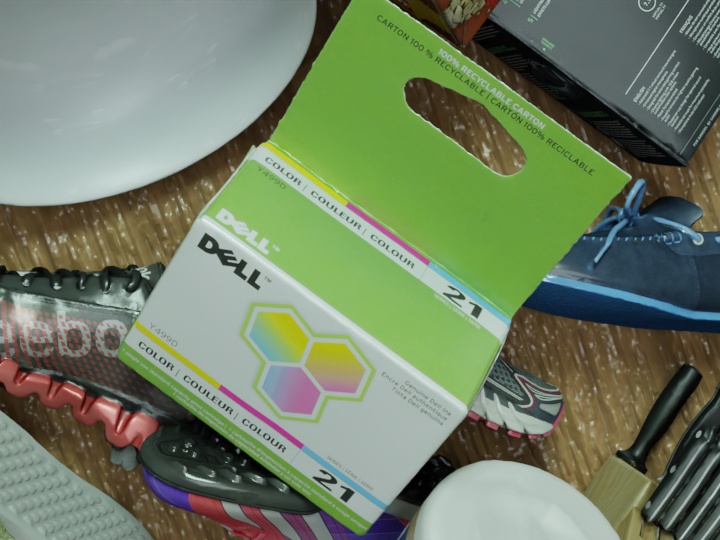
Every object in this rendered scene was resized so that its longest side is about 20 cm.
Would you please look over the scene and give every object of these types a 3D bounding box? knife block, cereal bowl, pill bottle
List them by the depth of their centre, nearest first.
[{"bbox_3d":[-0.125,-0.121,0.728,0.198,0.201,0.084,-24,65,-5],"label":"cereal bowl"},{"bbox_3d":[0.042,0.193,0.768,0.110,0.112,0.201,21,132,-10],"label":"pill bottle"},{"bbox_3d":[0.149,0.146,0.853,0.064,0.200,0.176,34,45,-9],"label":"knife block"}]

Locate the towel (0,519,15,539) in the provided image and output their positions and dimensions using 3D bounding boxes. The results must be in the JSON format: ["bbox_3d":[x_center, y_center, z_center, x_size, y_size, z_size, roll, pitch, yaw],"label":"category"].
[{"bbox_3d":[-0.253,0.134,0.741,0.200,0.036,0.149,-41,84,29],"label":"towel"}]

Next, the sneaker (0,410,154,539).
[{"bbox_3d":[-0.175,0.155,0.798,0.104,0.076,0.201,-29,118,23],"label":"sneaker"}]

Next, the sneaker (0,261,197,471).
[{"bbox_3d":[-0.146,0.027,0.785,0.199,0.071,0.099,28,92,-12],"label":"sneaker"}]

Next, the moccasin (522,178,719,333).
[{"bbox_3d":[0.158,-0.006,0.831,0.198,0.080,0.069,8,80,-26],"label":"moccasin"}]

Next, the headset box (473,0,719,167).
[{"bbox_3d":[0.121,-0.181,0.791,0.199,0.093,0.175,33,91,-10],"label":"headset box"}]

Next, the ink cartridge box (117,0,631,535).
[{"bbox_3d":[0.000,0.000,0.693,0.147,0.076,0.201,35,130,0],"label":"ink cartridge box"}]

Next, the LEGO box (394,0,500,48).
[{"bbox_3d":[0.007,-0.223,0.706,0.199,0.077,0.149,38,91,16],"label":"LEGO box"}]

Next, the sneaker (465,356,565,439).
[{"bbox_3d":[0.030,0.013,0.805,0.200,0.081,0.075,41,87,-10],"label":"sneaker"}]

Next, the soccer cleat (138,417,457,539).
[{"bbox_3d":[-0.027,0.124,0.789,0.198,0.068,0.074,13,111,-36],"label":"soccer cleat"}]
